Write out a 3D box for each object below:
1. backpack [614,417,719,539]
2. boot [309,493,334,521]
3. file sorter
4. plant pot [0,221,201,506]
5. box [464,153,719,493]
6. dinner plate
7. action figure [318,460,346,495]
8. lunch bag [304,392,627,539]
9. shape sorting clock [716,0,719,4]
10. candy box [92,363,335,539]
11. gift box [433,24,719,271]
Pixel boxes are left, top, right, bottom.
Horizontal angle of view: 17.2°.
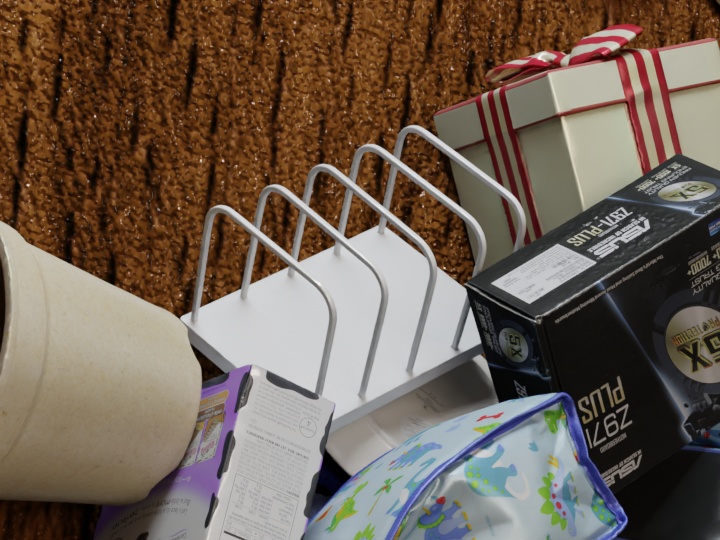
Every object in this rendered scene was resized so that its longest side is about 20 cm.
[{"bbox_3d":[0.253,0.198,1.765,0.200,0.182,0.135,43,61,-45],"label":"backpack"},{"bbox_3d":[-0.058,0.231,1.594,0.090,0.073,0.200,13,61,-13],"label":"boot"},{"bbox_3d":[0.000,0.000,1.654,0.200,0.125,0.139,-25,52,-38],"label":"file sorter"},{"bbox_3d":[-0.208,0.067,1.496,0.183,0.200,0.201,18,66,-42],"label":"plant pot"},{"bbox_3d":[0.191,0.041,1.665,0.200,0.086,0.164,-30,122,-22],"label":"box"},{"bbox_3d":[0.044,0.096,1.700,0.200,0.024,0.200,21,41,-20],"label":"dinner plate"},{"bbox_3d":[0.023,0.164,1.680,0.065,0.099,0.200,-44,106,-35],"label":"action figure"},{"bbox_3d":[0.042,0.175,1.531,0.200,0.170,0.128,-24,89,-33],"label":"lunch bag"},{"bbox_3d":[0.364,-0.293,2.091,0.200,0.039,0.200,10,73,-33],"label":"shape sorting clock"},{"bbox_3d":[-0.108,0.179,1.533,0.071,0.168,0.200,26,63,-26],"label":"candy box"},{"bbox_3d":[0.184,-0.084,1.817,0.200,0.184,0.187,-15,90,-36],"label":"gift box"}]
